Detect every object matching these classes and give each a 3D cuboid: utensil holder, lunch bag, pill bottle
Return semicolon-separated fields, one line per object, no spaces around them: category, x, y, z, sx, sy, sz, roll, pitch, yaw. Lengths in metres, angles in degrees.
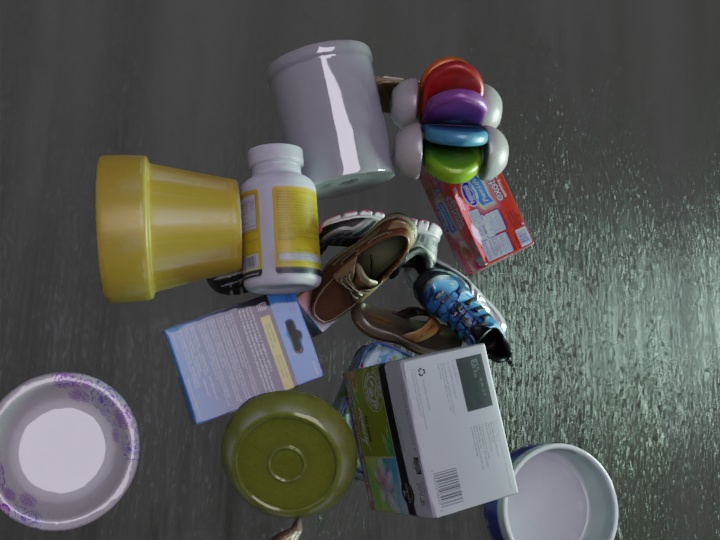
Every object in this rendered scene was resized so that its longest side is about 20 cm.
utensil holder;-0.042;-0.226;1.328;0.169;0.170;0.202;-12;85;-19
lunch bag;0.038;0.223;1.304;0.160;0.082;0.201;25;73;-10
pill bottle;-0.116;-0.072;1.226;0.111;0.112;0.202;-1;80;-17

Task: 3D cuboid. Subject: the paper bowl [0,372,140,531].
paper bowl;-0.399;0.241;1.155;0.199;0.104;0.202;4;78;-17

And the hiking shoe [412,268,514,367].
hiking shoe;0.163;0.067;1.307;0.200;0.087;0.075;38;93;-30

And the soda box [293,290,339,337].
soda box;-0.016;0.014;1.340;0.200;0.064;0.069;-41;92;-19

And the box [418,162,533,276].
box;0.184;-0.105;1.408;0.099;0.095;0.201;-23;86;-20

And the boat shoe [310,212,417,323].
boat shoe;0.000;0.000;1.229;0.076;0.074;0.200;39;108;-11

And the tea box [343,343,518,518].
tea box;0.088;0.217;1.173;0.133;0.197;0.202;-9;82;-25

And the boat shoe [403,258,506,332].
boat shoe;0.158;0.047;1.385;0.199;0.065;0.074;33;71;-9

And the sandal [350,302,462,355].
sandal;0.080;0.083;1.331;0.199;0.054;0.081;19;30;-24

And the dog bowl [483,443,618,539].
dog bowl;0.297;0.374;1.353;0.198;0.079;0.202;4;77;-16

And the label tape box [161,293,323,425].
label tape box;-0.173;0.124;1.268;0.199;0.063;0.145;-18;86;-19

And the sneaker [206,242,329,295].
sneaker;-0.148;-0.029;1.314;0.199;0.074;0.080;-25;72;-24

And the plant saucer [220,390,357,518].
plant saucer;-0.103;0.269;1.224;0.198;0.031;0.202;1;104;3

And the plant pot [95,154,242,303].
plant pot;-0.262;-0.060;1.199;0.187;0.201;0.203;-2;79;-10

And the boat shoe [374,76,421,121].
boat shoe;0.103;-0.280;1.431;0.198;0.065;0.073;11;117;-19

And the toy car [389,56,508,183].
toy car;0.138;-0.234;1.301;0.173;0.150;0.201;2;60;-6

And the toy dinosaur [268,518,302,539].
toy dinosaur;-0.125;0.439;1.213;0.134;0.086;0.202;11;70;-7

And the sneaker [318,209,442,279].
sneaker;0.031;-0.034;1.291;0.198;0.074;0.088;6;70;-20
